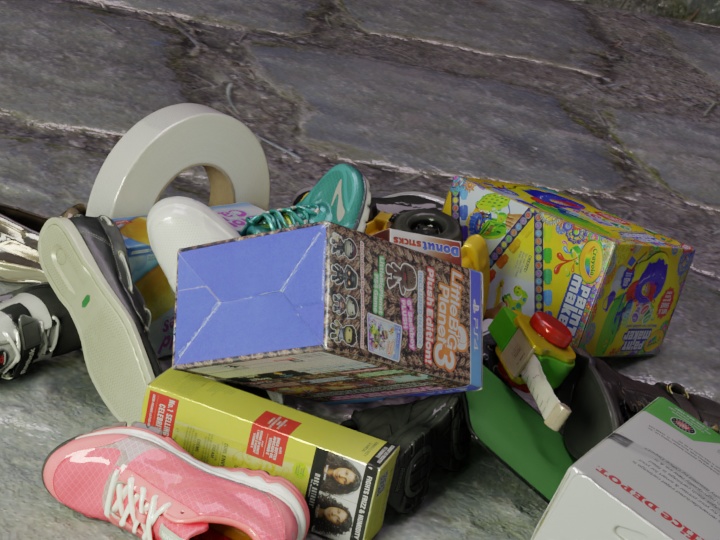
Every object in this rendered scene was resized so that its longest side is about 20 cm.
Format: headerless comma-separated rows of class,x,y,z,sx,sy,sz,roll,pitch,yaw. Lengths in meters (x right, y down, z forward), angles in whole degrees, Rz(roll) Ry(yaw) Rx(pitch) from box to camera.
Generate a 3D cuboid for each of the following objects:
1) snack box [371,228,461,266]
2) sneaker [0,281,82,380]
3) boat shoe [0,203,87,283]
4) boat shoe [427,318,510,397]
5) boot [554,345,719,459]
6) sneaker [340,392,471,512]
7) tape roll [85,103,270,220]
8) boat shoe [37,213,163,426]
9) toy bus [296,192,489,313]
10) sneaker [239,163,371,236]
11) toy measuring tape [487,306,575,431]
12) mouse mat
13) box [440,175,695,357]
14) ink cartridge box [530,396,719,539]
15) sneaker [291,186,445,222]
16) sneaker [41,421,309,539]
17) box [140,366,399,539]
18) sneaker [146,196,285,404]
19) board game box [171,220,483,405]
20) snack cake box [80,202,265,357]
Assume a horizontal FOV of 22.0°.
snack box,0.000,0.000,1.558,0.071,0.025,0.200,10,-16,-31
sneaker,-0.296,0.062,1.535,0.199,0.075,0.089,-5,32,-25
boat shoe,-0.274,-0.022,1.757,0.198,0.074,0.075,8,20,-12
boat shoe,0.114,0.088,1.702,0.056,0.069,0.200,19,19,16
boot,0.267,0.133,1.660,0.173,0.070,0.200,19,19,-11
sneaker,0.034,0.134,1.529,0.090,0.077,0.200,10,13,23
tape roll,-0.168,-0.054,1.720,0.037,0.204,0.202,25,23,38
boat shoe,-0.196,0.041,1.529,0.067,0.072,0.201,-6,62,-47
toy bus,-0.003,0.033,1.723,0.199,0.136,0.192,17,36,19
sneaker,-0.065,-0.024,1.660,0.077,0.080,0.200,21,63,45
toy measuring tape,0.165,0.090,1.619,0.073,0.074,0.200,6,24,-16
mouse mat,0.138,0.142,1.536,0.161,0.008,0.200,42,15,-15
box,0.199,-0.002,1.870,0.192,0.123,0.200,25,12,30
ink cartridge box,0.238,0.192,1.428,0.146,0.084,0.200,35,27,19
sneaker,0.019,-0.042,2.001,0.198,0.071,0.099,7,22,2
sneaker,-0.136,0.167,1.329,0.199,0.074,0.087,14,21,3
box,-0.074,0.143,1.433,0.199,0.076,0.050,20,21,16
sneaker,-0.117,0.037,1.558,0.073,0.201,0.116,-29,19,13
board game box,-0.023,0.039,1.458,0.159,0.098,0.199,-9,-17,37
snack cake box,-0.162,0.010,1.677,0.067,0.116,0.199,25,24,38
